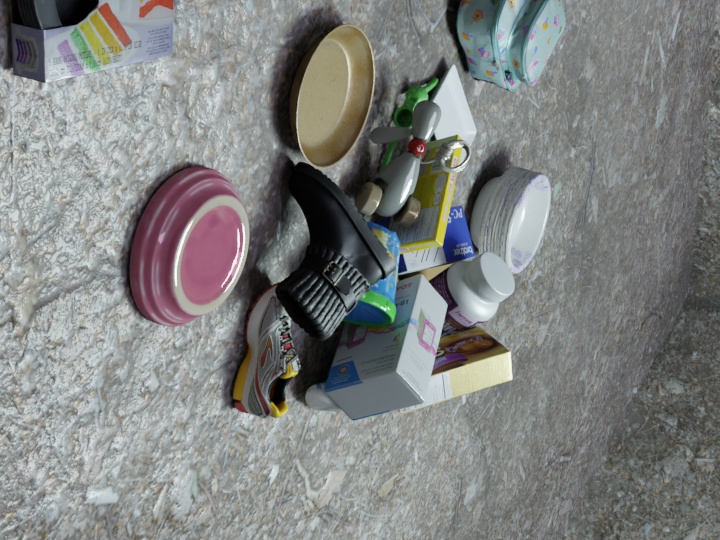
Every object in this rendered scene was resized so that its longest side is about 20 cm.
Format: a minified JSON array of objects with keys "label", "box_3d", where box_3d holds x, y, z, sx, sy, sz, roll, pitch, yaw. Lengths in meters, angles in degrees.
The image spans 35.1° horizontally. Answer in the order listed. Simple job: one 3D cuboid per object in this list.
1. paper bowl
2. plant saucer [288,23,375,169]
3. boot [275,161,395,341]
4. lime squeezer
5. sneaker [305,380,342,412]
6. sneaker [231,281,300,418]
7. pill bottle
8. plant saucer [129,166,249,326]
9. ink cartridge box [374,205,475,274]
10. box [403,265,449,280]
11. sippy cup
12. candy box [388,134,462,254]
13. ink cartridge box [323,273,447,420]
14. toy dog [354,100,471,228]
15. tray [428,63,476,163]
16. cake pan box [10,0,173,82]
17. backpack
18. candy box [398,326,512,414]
[{"label":"paper bowl","box_3d":[0.285,-0.102,2.209,0.201,0.104,0.202,-41,140,-47]},{"label":"plant saucer","box_3d":[-0.045,-0.242,1.565,0.200,0.035,0.201,-41,140,-46]},{"label":"boot","box_3d":[-0.066,-0.027,1.549,0.158,0.211,0.079,-40,-175,-17]},{"label":"lime squeezer","box_3d":[0.075,-0.249,1.805,0.201,0.038,0.071,-61,-177,-23]},{"label":"sneaker","box_3d":[-0.030,0.177,1.833,0.200,0.075,0.106,31,62,-65]},{"label":"sneaker","box_3d":[-0.115,0.112,1.596,0.078,0.082,0.201,-6,110,-60]},{"label":"pill bottle","box_3d":[0.162,0.053,1.929,0.200,0.113,0.112,-37,176,37]},{"label":"plant saucer","box_3d":[-0.199,-0.024,1.388,0.200,0.051,0.202,-40,139,-46]},{"label":"ink cartridge box","box_3d":[0.111,-0.051,1.895,0.199,0.044,0.095,-12,86,-51]},{"label":"box","box_3d":[0.121,-0.039,2.024,0.164,0.021,0.201,-55,149,-31]},{"label":"sippy cup","box_3d":[0.000,0.000,1.710,0.139,0.177,0.131,25,70,-28]},{"label":"candy box","box_3d":[0.101,-0.119,1.792,0.026,0.102,0.201,39,53,-38]},{"label":"ink cartridge box","box_3d":[0.042,0.117,1.762,0.085,0.144,0.201,49,40,-29]},{"label":"toy dog","box_3d":[0.062,-0.161,1.750,0.200,0.096,0.132,-48,116,-5]},{"label":"tray","box_3d":[0.151,-0.255,1.950,0.108,0.022,0.200,-61,152,-19]},{"label":"cake pan box","box_3d":[-0.260,-0.289,1.107,0.200,0.052,0.185,-28,128,-55]},{"label":"backpack","box_3d":[0.248,-0.415,1.901,0.176,0.153,0.200,-60,145,-13]},{"label":"candy box","box_3d":[0.131,0.159,1.838,0.199,0.117,0.057,-14,112,-16]}]
